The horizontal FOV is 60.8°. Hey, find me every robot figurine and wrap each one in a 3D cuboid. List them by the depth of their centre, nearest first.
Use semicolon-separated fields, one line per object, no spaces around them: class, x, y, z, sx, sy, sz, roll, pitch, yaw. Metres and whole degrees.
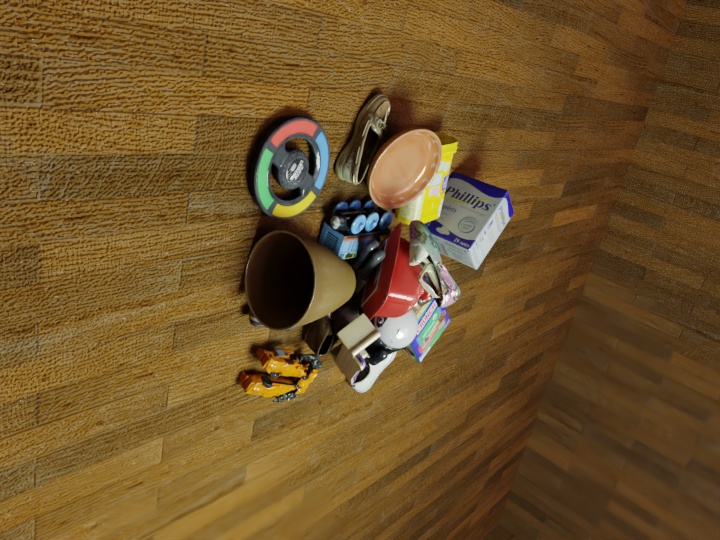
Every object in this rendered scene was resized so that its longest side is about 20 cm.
robot figurine;-0.173;0.232;1.386;0.146;0.058;0.199;-51;148;11
robot figurine;0.061;0.147;1.548;0.123;0.153;0.200;-14;168;-30

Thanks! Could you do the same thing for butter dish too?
butter dish;0.096;0.028;1.416;0.200;0.145;0.204;126;-20;-63

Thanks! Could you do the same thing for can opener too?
can opener;0.000;0.000;1.395;0.066;0.053;0.200;-29;168;-31

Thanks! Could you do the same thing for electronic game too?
electronic game;-0.131;-0.195;1.182;0.199;0.041;0.203;-33;136;-37

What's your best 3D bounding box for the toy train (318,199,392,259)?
toy train;-0.006;-0.093;1.389;0.198;0.086;0.116;-12;131;-52

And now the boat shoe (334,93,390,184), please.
boat shoe;0.018;-0.278;1.308;0.073;0.062;0.203;25;91;-56

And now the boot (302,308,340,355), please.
boot;-0.069;0.104;1.405;0.072;0.076;0.203;5;118;-34

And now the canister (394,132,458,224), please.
canister;0.159;-0.226;1.517;0.147;0.086;0.204;-21;130;-45

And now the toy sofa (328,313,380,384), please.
toy sofa;-0.007;0.186;1.426;0.082;0.098;0.201;-34;167;-19

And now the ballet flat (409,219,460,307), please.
ballet flat;0.147;-0.010;1.336;0.071;0.069;0.203;-32;98;-25

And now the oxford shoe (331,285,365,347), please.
oxford shoe;-0.036;0.120;1.497;0.202;0.072;0.071;-57;148;-8

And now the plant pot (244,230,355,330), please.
plant pot;-0.101;0.020;1.242;0.198;0.184;0.190;1;112;-55

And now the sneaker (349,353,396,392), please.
sneaker;0.039;0.244;1.684;0.202;0.072;0.071;-59;152;-5

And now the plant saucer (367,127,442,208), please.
plant saucer;0.094;-0.231;1.369;0.197;0.038;0.203;-25;142;-21

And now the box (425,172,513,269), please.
box;0.282;-0.138;1.656;0.201;0.182;0.105;-54;144;-14

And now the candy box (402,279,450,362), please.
candy box;0.176;0.145;1.800;0.170;0.076;0.201;-51;143;-17

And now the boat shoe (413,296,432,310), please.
boat shoe;0.125;-0.003;1.530;0.071;0.203;0.072;-29;151;18

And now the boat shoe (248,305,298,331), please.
boat shoe;-0.161;0.098;1.317;0.199;0.071;0.066;-16;121;-55
